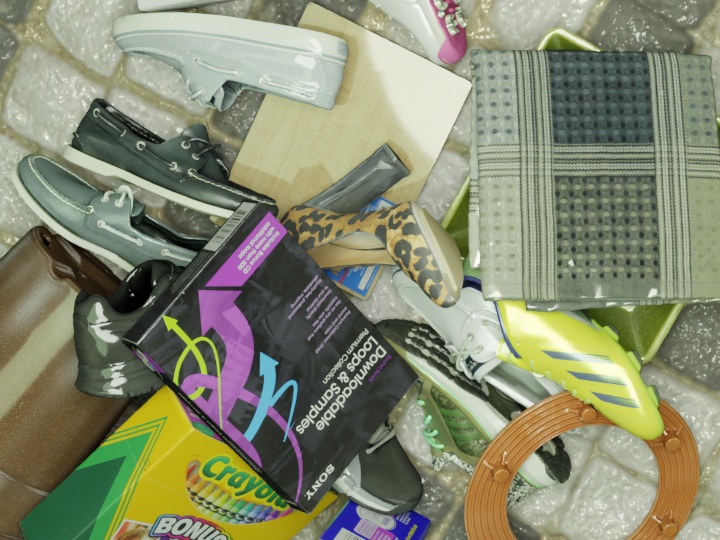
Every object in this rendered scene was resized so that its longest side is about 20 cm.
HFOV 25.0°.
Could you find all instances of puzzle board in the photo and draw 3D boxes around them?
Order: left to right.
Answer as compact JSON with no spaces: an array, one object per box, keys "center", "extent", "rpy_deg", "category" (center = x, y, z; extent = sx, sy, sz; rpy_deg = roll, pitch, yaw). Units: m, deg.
[{"center":[-0.017,-0.097,1.333],"extent":[0.150,0.017,0.201],"rpy_deg":[27,102,3],"category":"puzzle board"}]

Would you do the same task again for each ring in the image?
[{"center":[0.180,0.182,1.296],"extent":[0.199,0.019,0.202],"rpy_deg":[-6,118,-11],"category":"ring"}]

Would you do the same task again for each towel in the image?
[{"center":[0.176,-0.068,1.220],"extent":[0.191,0.035,0.202],"rpy_deg":[0,77,-4],"category":"towel"}]

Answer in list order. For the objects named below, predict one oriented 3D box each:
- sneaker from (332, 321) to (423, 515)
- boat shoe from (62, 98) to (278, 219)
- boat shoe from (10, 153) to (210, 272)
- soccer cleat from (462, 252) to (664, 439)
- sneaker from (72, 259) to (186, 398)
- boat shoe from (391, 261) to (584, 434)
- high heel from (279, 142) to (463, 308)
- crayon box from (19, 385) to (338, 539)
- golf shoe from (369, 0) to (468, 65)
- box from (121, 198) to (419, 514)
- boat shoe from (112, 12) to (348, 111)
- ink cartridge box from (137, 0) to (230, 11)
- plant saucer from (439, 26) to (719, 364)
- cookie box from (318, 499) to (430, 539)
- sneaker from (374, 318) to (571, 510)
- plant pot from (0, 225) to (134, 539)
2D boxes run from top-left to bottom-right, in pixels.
[{"center":[-0.006,0.102,1.316],"extent":[0.200,0.075,0.116],"rpy_deg":[42,123,1],"category":"sneaker"},{"center":[-0.148,-0.090,1.320],"extent":[0.198,0.074,0.067],"rpy_deg":[21,94,25],"category":"boat shoe"},{"center":[-0.193,-0.043,1.336],"extent":[0.199,0.073,0.062],"rpy_deg":[36,115,-6],"category":"boat shoe"},{"center":[0.149,0.059,1.236],"extent":[0.084,0.065,0.200],"rpy_deg":[-39,79,-8],"category":"soccer cleat"},{"center":[-0.132,0.030,1.243],"extent":[0.076,0.199,0.092],"rpy_deg":[8,112,47],"category":"sneaker"},{"center":[0.106,0.057,1.291],"extent":[0.199,0.074,0.067],"rpy_deg":[29,60,6],"category":"boat shoe"},{"center":[0.000,0.000,1.253],"extent":[0.142,0.200,0.071],"rpy_deg":[-38,128,9],"category":"high heel"},{"center":[-0.142,0.193,1.308],"extent":[0.172,0.200,0.058],"rpy_deg":[-42,52,12],"category":"crayon box"},{"center":[0.013,-0.243,1.285],"extent":[0.091,0.075,0.201],"rpy_deg":[-30,87,23],"category":"golf shoe"},{"center":[-0.063,0.067,1.227],"extent":[0.143,0.036,0.200],"rpy_deg":[-50,116,-16],"category":"box"},{"center":[-0.109,-0.164,1.298],"extent":[0.199,0.070,0.072],"rpy_deg":[9,90,15],"category":"boat shoe"},{"center":[-0.083,-0.285,1.242],"extent":[0.199,0.084,0.147],"rpy_deg":[-4,98,37],"category":"ink cartridge box"},{"center":[0.190,-0.060,1.289],"extent":[0.199,0.048,0.201],"rpy_deg":[30,102,4],"category":"plant saucer"},{"center":[-0.028,0.294,1.315],"extent":[0.075,0.171,0.201],"rpy_deg":[27,101,7],"category":"cookie box"},{"center":[0.074,0.124,1.326],"extent":[0.200,0.077,0.089],"rpy_deg":[43,111,3],"category":"sneaker"},{"center":[-0.271,0.085,1.320],"extent":[0.200,0.200,0.198],"rpy_deg":[42,94,1],"category":"plant pot"}]
